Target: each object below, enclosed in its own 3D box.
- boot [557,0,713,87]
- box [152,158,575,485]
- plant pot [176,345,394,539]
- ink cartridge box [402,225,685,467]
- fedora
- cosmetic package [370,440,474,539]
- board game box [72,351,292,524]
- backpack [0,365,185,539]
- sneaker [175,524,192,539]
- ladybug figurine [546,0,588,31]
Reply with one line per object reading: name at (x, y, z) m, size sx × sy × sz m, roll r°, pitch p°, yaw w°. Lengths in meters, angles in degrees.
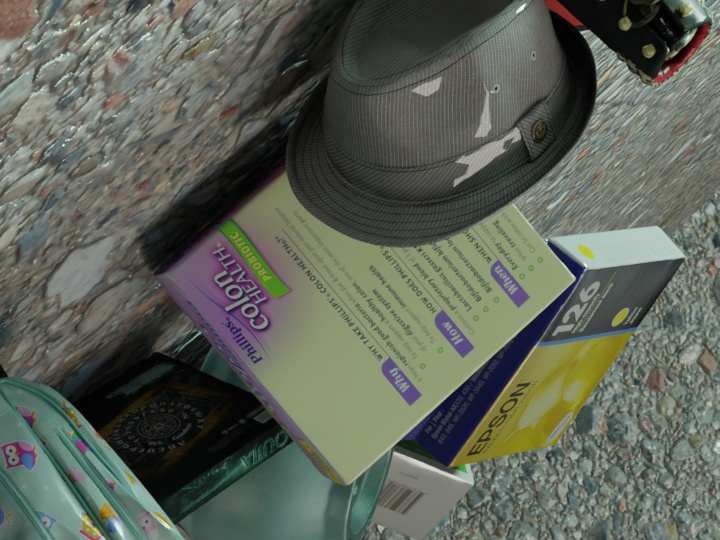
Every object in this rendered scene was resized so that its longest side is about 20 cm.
boot at (0.134, -0.188, 1.157) m, size 0.073 × 0.154 × 0.204 m, roll -43°, pitch 169°, yaw 3°
box at (0.000, 0.004, 1.301) m, size 0.200 × 0.176 × 0.097 m, roll -42°, pitch -173°, yaw -9°
plant pot at (-0.050, 0.140, 1.569) m, size 0.200 × 0.134 × 0.201 m, roll 17°, pitch 90°, yaw -77°
ink cartridge box at (0.128, 0.058, 1.485) m, size 0.200 × 0.047 × 0.198 m, roll -9°, pitch 138°, yaw -52°
fedora at (0.042, -0.116, 1.182) m, size 0.200 × 0.177 × 0.090 m, roll -36°, pitch 138°, yaw -19°
cosmetic package at (0.017, 0.120, 1.737) m, size 0.107 × 0.200 × 0.085 m, roll 23°, pitch 124°, yaw -28°
board game box at (-0.159, 0.128, 1.378) m, size 0.200 × 0.135 × 0.028 m, roll -32°, pitch 131°, yaw -41°
backpack at (-0.189, 0.147, 1.159) m, size 0.127 × 0.200 × 0.167 m, roll -40°, pitch 168°, yaw -12°
sneaker at (-0.189, 0.223, 1.440) m, size 0.199 × 0.116 × 0.079 m, roll 13°, pitch 114°, yaw -35°
ladybug figurine at (0.165, -0.224, 1.339) m, size 0.136 × 0.072 × 0.200 m, roll -36°, pitch 167°, yaw -34°
